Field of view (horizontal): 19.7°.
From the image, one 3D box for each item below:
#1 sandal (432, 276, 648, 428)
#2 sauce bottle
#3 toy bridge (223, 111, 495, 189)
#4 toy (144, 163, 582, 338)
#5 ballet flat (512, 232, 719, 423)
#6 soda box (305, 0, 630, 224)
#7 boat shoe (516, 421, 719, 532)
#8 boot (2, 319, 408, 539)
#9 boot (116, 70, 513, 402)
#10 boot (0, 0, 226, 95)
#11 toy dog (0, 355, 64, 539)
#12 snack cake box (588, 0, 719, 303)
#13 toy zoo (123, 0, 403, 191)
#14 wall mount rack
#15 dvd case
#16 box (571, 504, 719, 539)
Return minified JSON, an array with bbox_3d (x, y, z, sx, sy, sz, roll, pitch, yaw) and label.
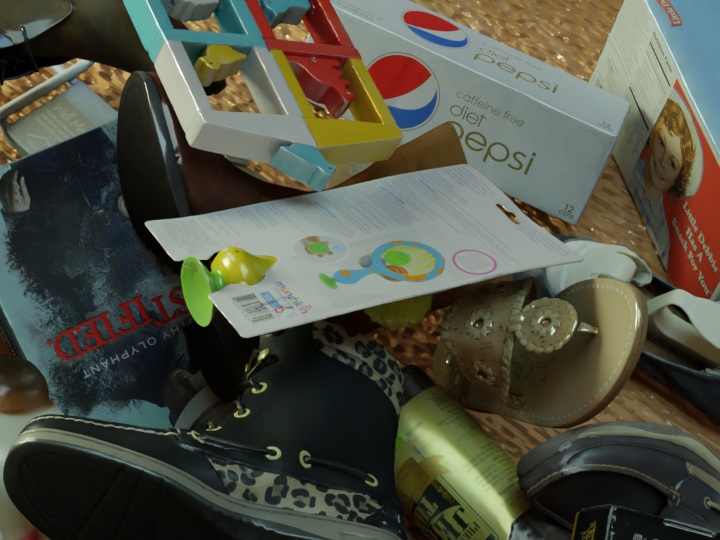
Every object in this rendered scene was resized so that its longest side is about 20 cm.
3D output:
[{"bbox_3d":[0.069,0.041,1.103,0.069,0.212,0.078,13,79,-21],"label":"sandal"},{"bbox_3d":[0.075,0.139,1.119,0.065,0.065,0.200,-32,66,-32],"label":"sauce bottle"},{"bbox_3d":[-0.006,-0.038,1.213,0.199,0.027,0.068,13,65,-32],"label":"toy bridge"},{"bbox_3d":[0.000,0.000,1.076,0.199,0.047,0.115,-9,34,-30],"label":"toy"},{"bbox_3d":[0.167,0.022,1.228,0.200,0.073,0.073,31,52,8],"label":"ballet flat"},{"bbox_3d":[0.062,-0.108,1.286,0.199,0.068,0.064,25,28,3],"label":"soda box"},{"bbox_3d":[0.171,0.137,1.106,0.199,0.074,0.074,19,45,-30],"label":"boat shoe"},{"bbox_3d":[-0.067,0.083,1.024,0.203,0.074,0.154,18,39,-11],"label":"boot"},{"bbox_3d":[-0.021,-0.046,1.147,0.199,0.068,0.189,-24,86,-29],"label":"boot"},{"bbox_3d":[-0.177,-0.127,1.168,0.200,0.075,0.097,31,69,16],"label":"boot"},{"bbox_3d":[-0.230,0.124,1.022,0.199,0.140,0.194,-17,30,-25],"label":"toy dog"},{"bbox_3d":[0.216,-0.075,1.284,0.067,0.115,0.201,-7,57,-19],"label":"snack cake box"},{"bbox_3d":[-0.057,-0.120,1.132,0.131,0.020,0.200,1,49,-38],"label":"toy zoo"},{"bbox_3d":[-0.132,-0.098,1.231,0.200,0.075,0.174,42,55,15],"label":"wall mount rack"},{"bbox_3d":[-0.124,0.022,1.131,0.146,0.022,0.201,-25,90,-30],"label":"dvd case"},{"bbox_3d":[0.169,0.231,1.030,0.159,0.049,0.201,16,75,-16],"label":"box"}]
